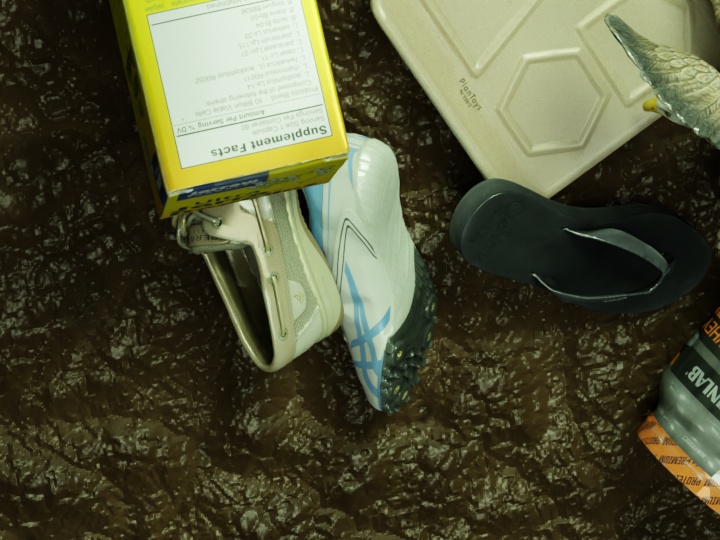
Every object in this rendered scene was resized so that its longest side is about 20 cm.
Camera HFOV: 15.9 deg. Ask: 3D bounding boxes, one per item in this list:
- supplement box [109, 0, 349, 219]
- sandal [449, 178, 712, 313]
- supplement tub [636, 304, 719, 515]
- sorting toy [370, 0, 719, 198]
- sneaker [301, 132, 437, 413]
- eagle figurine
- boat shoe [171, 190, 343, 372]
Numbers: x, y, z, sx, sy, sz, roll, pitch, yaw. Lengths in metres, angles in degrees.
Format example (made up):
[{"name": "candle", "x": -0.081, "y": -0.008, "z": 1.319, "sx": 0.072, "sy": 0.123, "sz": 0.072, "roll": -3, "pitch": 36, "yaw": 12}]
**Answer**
[{"name": "supplement box", "x": -0.085, "y": -0.143, "z": 1.488, "sx": 0.108, "sy": 0.110, "sz": 0.202, "roll": -12, "pitch": 85, "yaw": -8}, {"name": "sandal", "x": 0.144, "y": -0.006, "z": 1.641, "sx": 0.199, "sy": 0.043, "sz": 0.076, "roll": 8, "pitch": 117, "yaw": -34}, {"name": "supplement tub", "x": 0.280, "y": 0.063, "z": 1.677, "sx": 0.122, "sy": 0.123, "sz": 0.200, "roll": 37, "pitch": 98, "yaw": -22}, {"name": "sorting toy", "x": 0.126, "y": -0.159, "z": 1.612, "sx": 0.200, "sy": 0.036, "sz": 0.186, "roll": -38, "pitch": 114, "yaw": -3}, {"name": "sneaker", "x": 0.000, "y": 0.000, "z": 1.629, "sx": 0.072, "sy": 0.072, "sz": 0.201, "roll": 9, "pitch": 127, "yaw": 31}, {"name": "eagle figurine", "x": 0.236, "y": -0.107, "z": 1.573, "sx": 0.150, "sy": 0.152, "sz": 0.201, "roll": -14, "pitch": 134, "yaw": 5}, {"name": "boat shoe", "x": -0.079, "y": -0.034, "z": 1.571, "sx": 0.065, "sy": 0.072, "sz": 0.201, "roll": -37, "pitch": 111, "yaw": -36}]
